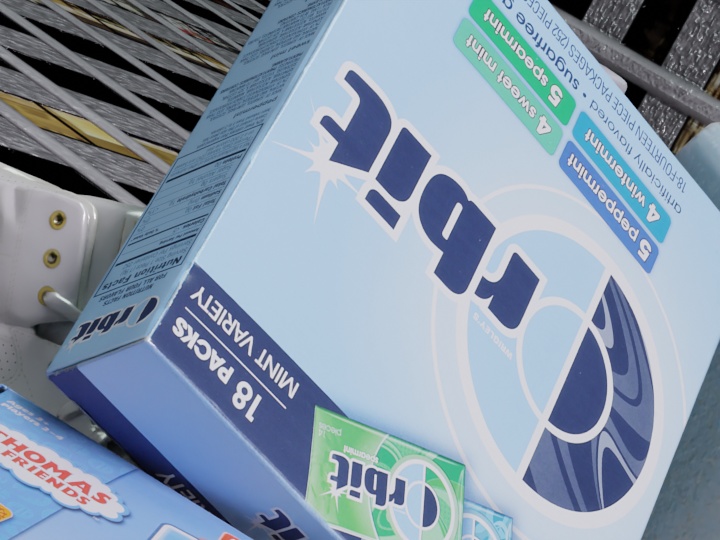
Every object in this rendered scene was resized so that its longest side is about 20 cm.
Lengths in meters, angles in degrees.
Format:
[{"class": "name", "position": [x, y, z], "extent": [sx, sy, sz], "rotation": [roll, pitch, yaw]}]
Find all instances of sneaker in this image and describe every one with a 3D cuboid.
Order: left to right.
[{"class": "sneaker", "position": [-0.076, 0.040, 0.746], "extent": [0.200, 0.116, 0.074], "rotation": [38, 11, 37]}]

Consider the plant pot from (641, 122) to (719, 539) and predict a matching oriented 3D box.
[{"class": "plant pot", "position": [0.164, 0.110, 0.890], "extent": [0.195, 0.197, 0.200], "rotation": [22, 24, -36]}]

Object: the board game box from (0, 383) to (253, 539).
[{"class": "board game box", "position": [-0.069, 0.096, 0.594], "extent": [0.151, 0.037, 0.200], "rotation": [30, 20, 13]}]

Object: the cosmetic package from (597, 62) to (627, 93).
[{"class": "cosmetic package", "position": [0.000, 0.000, 0.922], "extent": [0.074, 0.200, 0.102], "rotation": [34, 11, 33]}]

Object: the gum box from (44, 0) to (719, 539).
[{"class": "gum box", "position": [0.022, 0.010, 0.760], "extent": [0.044, 0.200, 0.170], "rotation": [-19, -58, 43]}]
